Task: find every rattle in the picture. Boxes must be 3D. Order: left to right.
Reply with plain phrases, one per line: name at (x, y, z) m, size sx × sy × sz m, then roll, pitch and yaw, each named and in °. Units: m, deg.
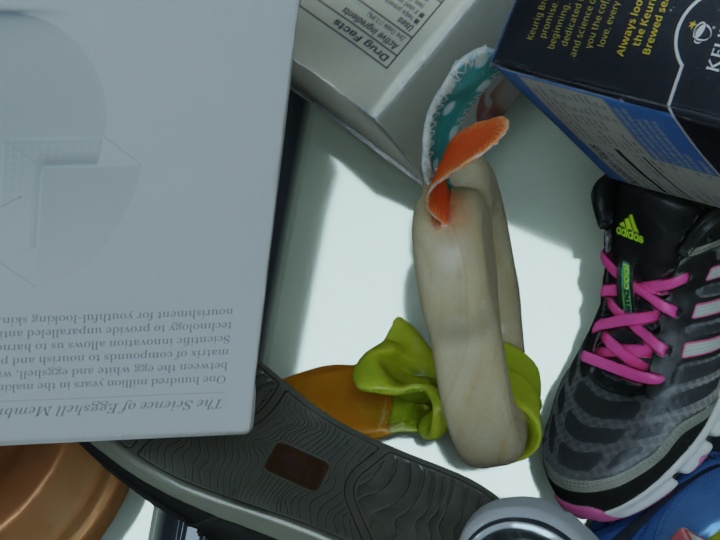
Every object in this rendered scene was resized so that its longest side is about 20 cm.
rattle at (0.000, 0.000, 0.925) m, size 0.143 × 0.200 × 0.130 m, roll 8°, pitch 68°, yaw 17°

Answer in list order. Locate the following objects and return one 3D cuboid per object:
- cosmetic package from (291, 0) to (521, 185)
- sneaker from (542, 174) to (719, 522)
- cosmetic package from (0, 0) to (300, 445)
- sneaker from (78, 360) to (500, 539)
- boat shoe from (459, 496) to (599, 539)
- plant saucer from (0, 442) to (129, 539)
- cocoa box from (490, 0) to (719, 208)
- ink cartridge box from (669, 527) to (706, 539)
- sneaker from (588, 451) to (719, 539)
cosmetic package at (0.048, -0.145, 0.980) m, size 0.103 × 0.087 × 0.200 m, roll 39°, pitch 86°, yaw 29°
sneaker at (0.122, 0.003, 0.970) m, size 0.074 × 0.087 × 0.200 m, roll 22°, pitch 78°, yaw 44°
cosmetic package at (-0.135, -0.050, 0.834) m, size 0.199 × 0.123 × 0.200 m, roll -1°, pitch 122°, yaw -15°
sneaker at (-0.042, 0.103, 0.942) m, size 0.200 × 0.106 × 0.075 m, roll 28°, pitch 48°, yaw 10°
boat shoe at (0.070, 0.182, 0.849) m, size 0.074 × 0.068 × 0.200 m, roll -6°, pitch 97°, yaw 15°
plant saucer at (-0.187, 0.051, 0.980) m, size 0.200 × 0.037 × 0.200 m, roll -2°, pitch 72°, yaw 6°
cocoa box at (0.158, -0.128, 0.873) m, size 0.131 × 0.133 × 0.200 m, roll 17°, pitch 82°, yaw 30°
ink cartridge box at (0.118, 0.214, 0.935) m, size 0.116 × 0.068 × 0.200 m, roll 30°, pitch 106°, yaw -21°
sneaker at (0.098, 0.158, 0.987) m, size 0.066 × 0.078 × 0.200 m, roll 35°, pitch 103°, yaw -33°
